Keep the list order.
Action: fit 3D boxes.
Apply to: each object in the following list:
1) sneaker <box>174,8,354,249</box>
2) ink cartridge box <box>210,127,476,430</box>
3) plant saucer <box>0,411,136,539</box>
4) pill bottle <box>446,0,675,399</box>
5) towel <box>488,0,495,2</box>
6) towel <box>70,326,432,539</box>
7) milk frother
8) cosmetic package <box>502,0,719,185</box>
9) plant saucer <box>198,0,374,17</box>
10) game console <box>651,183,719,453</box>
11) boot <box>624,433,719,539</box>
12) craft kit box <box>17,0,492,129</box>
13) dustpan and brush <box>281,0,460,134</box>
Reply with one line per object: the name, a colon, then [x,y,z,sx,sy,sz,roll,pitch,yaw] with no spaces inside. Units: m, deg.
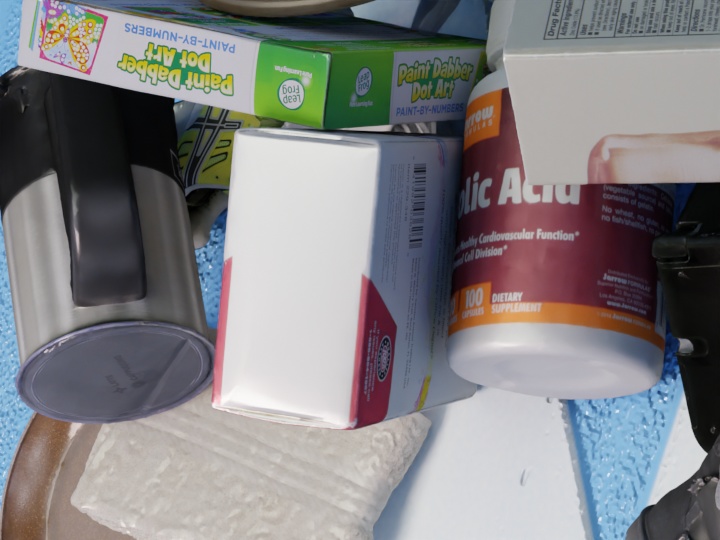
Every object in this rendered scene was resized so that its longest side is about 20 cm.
sneaker: [-0.063,-0.088,1.756,0.200,0.075,0.077,-46,56,36]
ink cartridge box: [0.000,0.000,1.537,0.085,0.200,0.148,6,93,18]
plant saucer: [-0.142,0.141,1.773,0.200,0.032,0.201,-16,66,40]
pill bottle: [0.108,-0.041,1.535,0.114,0.114,0.200,-9,70,42]
towel: [0.078,-0.229,1.651,0.149,0.031,0.200,-45,44,-11]
towel: [-0.065,0.111,1.674,0.200,0.034,0.133,21,81,34]
milk frother: [-0.199,-0.023,1.667,0.200,0.181,0.188,-16,60,8]
cosmetic package: [0.177,-0.103,1.410,0.200,0.087,0.103,1,42,16]
plant saucer: [-0.008,-0.201,1.604,0.200,0.030,0.200,-13,31,8]
game console: [0.258,-0.005,1.447,0.200,0.116,0.176,-4,103,44]
boot: [0.210,0.123,1.380,0.200,0.066,0.165,-54,44,37]
craft kit box: [-0.046,-0.116,1.577,0.197,0.200,0.049,10,100,31]
dustpan and brush: [0.018,-0.092,1.676,0.140,0.057,0.200,34,90,42]
